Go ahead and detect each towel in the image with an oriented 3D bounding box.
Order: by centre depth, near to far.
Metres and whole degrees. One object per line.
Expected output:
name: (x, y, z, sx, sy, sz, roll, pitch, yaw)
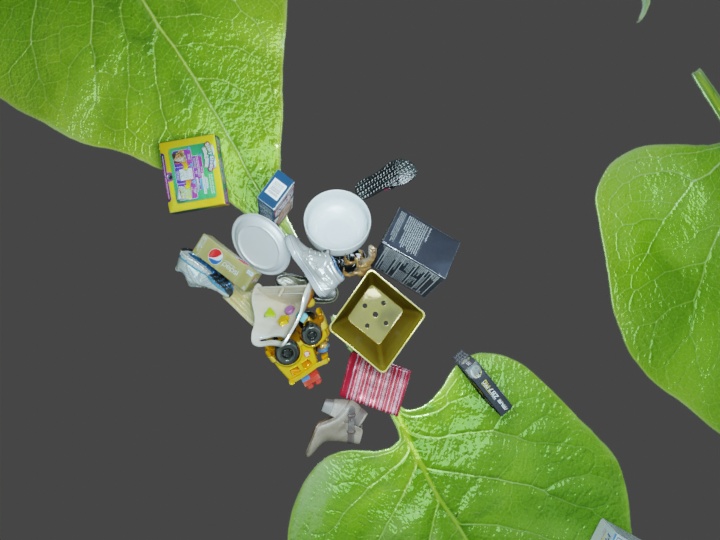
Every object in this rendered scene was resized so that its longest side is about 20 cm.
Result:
towel: (0.044, 0.340, 1.599, 0.194, 0.022, 0.149, 19, 92, -1)

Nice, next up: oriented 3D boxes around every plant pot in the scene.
plant pot: (0.046, 0.135, 1.516, 0.198, 0.176, 0.202, 37, 91, 0)

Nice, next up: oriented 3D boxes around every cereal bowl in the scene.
cereal bowl: (-0.067, -0.127, 1.538, 0.192, 0.084, 0.206, 1, 63, -1)

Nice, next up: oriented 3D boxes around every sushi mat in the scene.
sushi mat: (-0.316, 0.109, 1.596, 0.200, 0.012, 0.096, 44, 93, -1)

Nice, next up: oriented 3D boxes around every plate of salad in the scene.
plate of salad: (-0.285, -0.079, 1.541, 0.194, 0.048, 0.205, 14, 127, 18)

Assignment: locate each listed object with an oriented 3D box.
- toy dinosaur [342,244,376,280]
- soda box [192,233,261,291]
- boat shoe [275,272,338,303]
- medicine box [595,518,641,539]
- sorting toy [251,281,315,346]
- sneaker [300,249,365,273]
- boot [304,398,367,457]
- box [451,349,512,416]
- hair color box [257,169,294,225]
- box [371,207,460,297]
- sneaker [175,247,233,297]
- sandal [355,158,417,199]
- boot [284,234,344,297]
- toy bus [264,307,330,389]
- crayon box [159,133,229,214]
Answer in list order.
toy dinosaur: (0.000, 0.000, 1.493, 0.102, 0.201, 0.062, 8, 62, -7)
soda box: (-0.391, -0.023, 1.557, 0.198, 0.068, 0.065, 37, 91, 5)
boat shoe: (-0.161, 0.054, 1.569, 0.193, 0.065, 0.076, 11, 90, -1)
medicine box: (0.778, 0.883, 1.572, 0.196, 0.103, 0.186, 28, 91, 0)
sorting toy: (-0.227, 0.134, 1.493, 0.194, 0.108, 0.183, -3, 47, 28)
sneaker: (-0.078, -0.017, 1.543, 0.193, 0.112, 0.076, -11, 93, 0)
boot: (-0.067, 0.482, 1.580, 0.142, 0.070, 0.206, 22, 92, -3)
box: (0.341, 0.313, 1.508, 0.049, 0.200, 0.163, -36, 92, -1)
hair color box: (-0.236, -0.190, 1.486, 0.060, 0.200, 0.101, 35, 75, 0)
box: (0.148, -0.045, 1.490, 0.195, 0.200, 0.126, 30, 70, -1)
sneaker: (-0.464, 0.024, 1.573, 0.198, 0.075, 0.088, 38, 109, 4)
sandal: (0.076, -0.271, 1.577, 0.195, 0.045, 0.077, -21, 86, 15)
boot: (-0.122, -0.034, 1.463, 0.094, 0.073, 0.203, -35, 87, 13)
toy bus: (-0.154, 0.239, 1.548, 0.197, 0.136, 0.195, -32, 109, -1)
crayon box: (-0.488, -0.283, 1.564, 0.166, 0.058, 0.208, -9, 92, -1)
